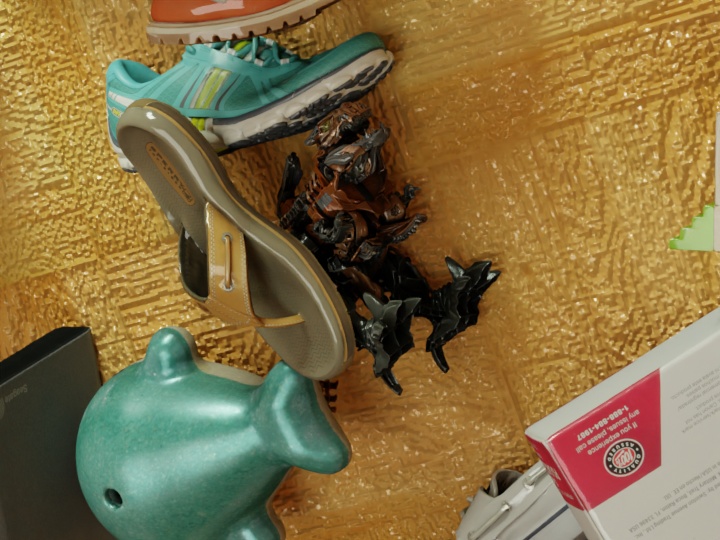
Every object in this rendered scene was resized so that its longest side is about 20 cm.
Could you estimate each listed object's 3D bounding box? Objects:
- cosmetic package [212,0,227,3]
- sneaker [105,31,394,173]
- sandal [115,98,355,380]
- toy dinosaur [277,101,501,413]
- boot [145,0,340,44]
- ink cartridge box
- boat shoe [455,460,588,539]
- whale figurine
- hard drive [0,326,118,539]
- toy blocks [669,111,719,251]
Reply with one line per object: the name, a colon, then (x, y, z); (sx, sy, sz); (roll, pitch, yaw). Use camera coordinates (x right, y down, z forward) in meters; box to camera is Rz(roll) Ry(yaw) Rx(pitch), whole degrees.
cosmetic package: (-0.084, -0.254, 1.355); (0.101, 0.071, 0.201); (21, 88, 57)
sneaker: (-0.074, -0.112, 1.474); (0.199, 0.077, 0.080); (-13, 92, 30)
sandal: (-0.083, -0.010, 1.440); (0.200, 0.054, 0.080); (50, 146, 1)
toy dinosaur: (0.000, 0.000, 1.480); (0.136, 0.102, 0.200); (33, 149, 29)
boot: (-0.037, -0.192, 1.403); (0.199, 0.075, 0.108); (-20, 99, 5)
ink cartridge box: (0.205, 0.139, 1.376); (0.145, 0.083, 0.200); (-31, 93, -5)
boat shoe: (0.093, 0.151, 1.485); (0.200, 0.072, 0.066); (-42, 69, 39)
whale figurine: (-0.097, 0.113, 1.531); (0.200, 0.104, 0.160); (-16, 100, 45)
hard drive: (-0.204, 0.152, 1.594); (0.033, 0.139, 0.201); (0, 108, 28)
toy blocks: (0.266, -0.077, 1.309); (0.199, 0.100, 0.137); (3, 98, 25)
